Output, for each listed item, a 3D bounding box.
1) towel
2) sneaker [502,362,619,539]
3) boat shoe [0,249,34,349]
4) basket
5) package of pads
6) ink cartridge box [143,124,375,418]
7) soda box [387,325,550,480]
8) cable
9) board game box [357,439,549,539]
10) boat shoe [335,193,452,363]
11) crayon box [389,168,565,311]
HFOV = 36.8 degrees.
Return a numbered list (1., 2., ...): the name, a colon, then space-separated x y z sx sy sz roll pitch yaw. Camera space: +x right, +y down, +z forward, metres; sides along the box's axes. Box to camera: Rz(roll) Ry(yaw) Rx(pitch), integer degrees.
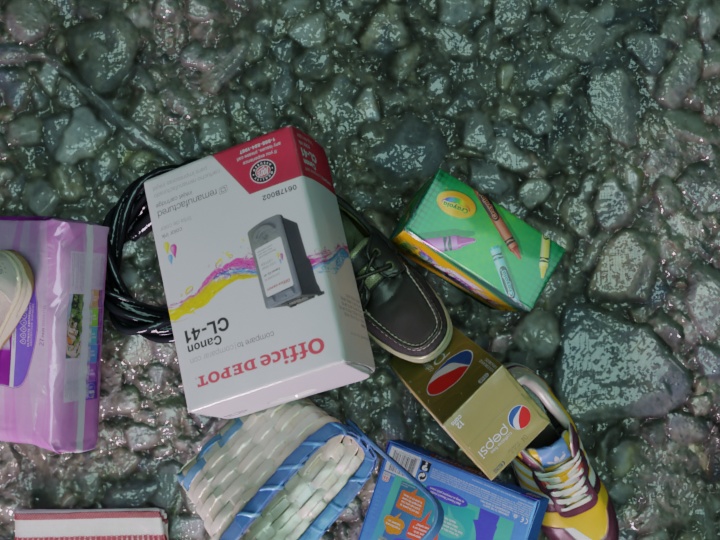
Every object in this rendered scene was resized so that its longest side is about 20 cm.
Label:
1. towel: -0.245 0.320 0.988 0.141 0.023 0.204 -1 87 0
2. sneaker: 0.173 0.178 0.975 0.074 0.090 0.202 -32 90 -2
3. boat shoe: -0.344 0.071 0.901 0.073 0.069 0.203 32 104 26
4. basket: -0.045 0.203 0.929 0.176 0.139 0.200 -44 56 -1
5. package of pads: -0.289 0.055 0.954 0.118 0.075 0.204 2 89 24
6. ink cartridge box: -0.084 0.004 0.895 0.145 0.086 0.204 -18 73 14
7. soda box: 0.085 0.100 0.916 0.068 0.200 0.064 -44 104 -2
8. cable: -0.156 -0.019 0.987 0.196 0.051 0.167 -3 89 -1
9. board game box: 0.066 0.273 0.965 0.150 0.045 0.203 18 89 24
10. boat shoe: 0.000 -0.001 0.944 0.072 0.066 0.201 -42 60 2
11. crayon box: 0.091 -0.021 0.920 0.118 0.200 0.059 32 88 -1
